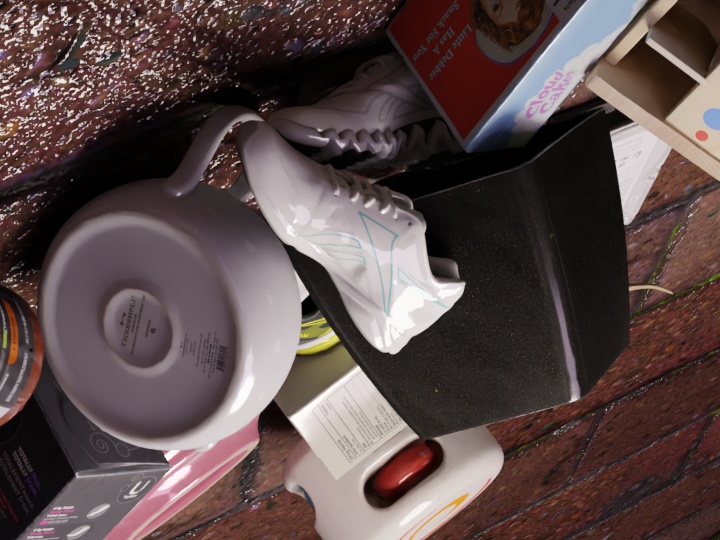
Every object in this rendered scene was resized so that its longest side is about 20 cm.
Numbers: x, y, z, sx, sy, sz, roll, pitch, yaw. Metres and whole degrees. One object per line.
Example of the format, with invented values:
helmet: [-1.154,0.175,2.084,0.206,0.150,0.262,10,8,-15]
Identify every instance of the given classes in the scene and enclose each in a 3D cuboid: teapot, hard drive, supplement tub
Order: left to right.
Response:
supplement tub: [-0.292,0.040,1.187,0.107,0.107,0.200,-37,157,11]
teapot: [-0.115,0.018,1.303,0.200,0.198,0.146,-31,179,30]
hard drive: [0.206,-0.084,1.667,0.140,0.038,0.200,-21,155,-24]

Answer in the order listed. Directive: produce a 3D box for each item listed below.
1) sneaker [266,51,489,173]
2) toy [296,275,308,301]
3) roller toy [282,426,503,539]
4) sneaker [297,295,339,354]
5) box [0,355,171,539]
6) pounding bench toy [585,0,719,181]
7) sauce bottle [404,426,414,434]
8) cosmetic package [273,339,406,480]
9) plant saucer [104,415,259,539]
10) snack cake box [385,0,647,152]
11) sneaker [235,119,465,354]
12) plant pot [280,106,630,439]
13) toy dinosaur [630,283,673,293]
sneaker: [0.007,-0.110,1.313,0.075,0.081,0.200,-14,175,44]
toy: [-0.117,0.052,1.468,0.115,0.047,0.200,20,132,-37]
roller toy: [0.027,0.176,1.747,0.182,0.140,0.200,-21,159,-51]
sneaker: [0.000,0.000,1.521,0.200,0.075,0.085,-39,156,14]
box: [-0.260,0.165,1.452,0.200,0.122,0.106,-45,153,28]
pounding bench toy: [0.269,-0.193,1.273,0.156,0.124,0.200,-49,-171,47]
sauce bottle: [0.097,0.068,1.697,0.200,0.066,0.066,-50,171,-38]
cosmetic package: [0.019,0.069,1.607,0.200,0.087,0.103,-37,134,-6]
plant saucer: [-0.160,0.174,1.619,0.200,0.051,0.201,-37,174,-4]
snack cake box: [0.115,-0.187,1.249,0.067,0.115,0.200,-8,147,-45]
sneaker: [-0.006,-0.035,1.245,0.080,0.070,0.200,-33,121,16]
plant pot: [0.094,0.008,1.378,0.200,0.178,0.200,-18,-171,26]
toy dinosaur: [0.221,0.032,1.916,0.200,0.058,0.101,-23,171,-3]
